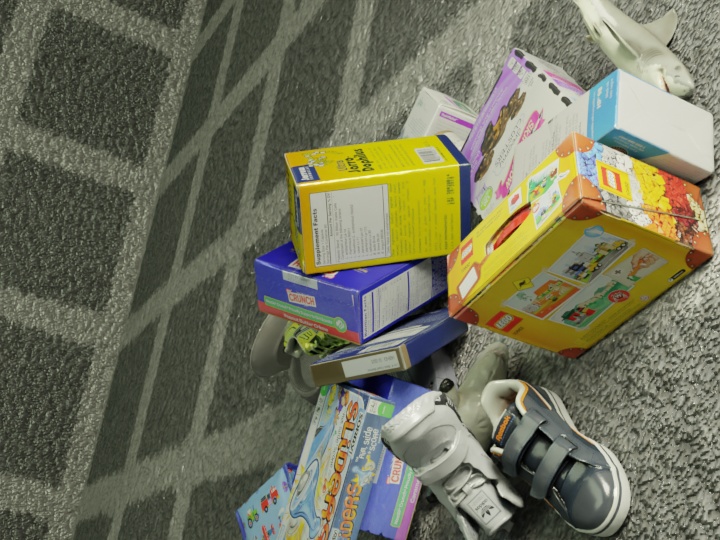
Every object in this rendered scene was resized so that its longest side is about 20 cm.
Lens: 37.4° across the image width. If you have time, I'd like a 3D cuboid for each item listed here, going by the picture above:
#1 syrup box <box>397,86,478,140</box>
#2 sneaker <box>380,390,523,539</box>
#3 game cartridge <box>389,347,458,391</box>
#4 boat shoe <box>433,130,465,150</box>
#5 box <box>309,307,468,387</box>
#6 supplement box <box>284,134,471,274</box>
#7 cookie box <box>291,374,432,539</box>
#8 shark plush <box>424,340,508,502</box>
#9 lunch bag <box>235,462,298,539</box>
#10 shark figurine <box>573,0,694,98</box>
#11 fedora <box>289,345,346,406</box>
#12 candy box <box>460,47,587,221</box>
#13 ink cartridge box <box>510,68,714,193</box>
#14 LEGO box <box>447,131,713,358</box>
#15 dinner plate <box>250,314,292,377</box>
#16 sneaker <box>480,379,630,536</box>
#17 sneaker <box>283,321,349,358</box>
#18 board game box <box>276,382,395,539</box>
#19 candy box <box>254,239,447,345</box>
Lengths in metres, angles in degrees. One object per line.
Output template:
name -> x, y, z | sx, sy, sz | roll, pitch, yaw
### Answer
syrup box -> 0.084, -0.132, 1.415 | 0.201, 0.081, 0.079 | -64, 25, 17
sneaker -> 0.093, 0.189, 1.001 | 0.075, 0.200, 0.115 | -40, 61, 2
game cartridge -> 0.063, 0.148, 1.301 | 0.200, 0.040, 0.134 | -112, 42, -58
boat shoe -> 0.097, -0.073, 1.353 | 0.069, 0.070, 0.202 | 36, 120, 40
box -> 0.043, 0.083, 1.218 | 0.120, 0.200, 0.033 | -15, 96, 32
supplement box -> 0.019, -0.079, 1.222 | 0.110, 0.198, 0.110 | -116, 20, -63
cookie box -> 0.006, 0.204, 1.246 | 0.200, 0.075, 0.173 | 7, 79, 68
shark plush -> 0.122, 0.176, 1.151 | 0.083, 0.090, 0.202 | -71, -11, -62
lunch bag -> -0.087, 0.384, 1.417 | 0.151, 0.093, 0.202 | -47, 41, 40
shark figurine -> 0.268, -0.254, 1.056 | 0.089, 0.215, 0.128 | -33, -10, -4
fedora -> -0.044, 0.128, 1.494 | 0.178, 0.090, 0.200 | -62, 23, 20
candy box -> 0.189, -0.130, 1.174 | 0.169, 0.071, 0.200 | -63, 23, 21
ink cartridge box -> 0.222, -0.097, 1.011 | 0.200, 0.115, 0.067 | -36, 41, 54
LEGO box -> 0.193, -0.014, 0.970 | 0.200, 0.148, 0.078 | -47, 32, 45
dinner plate -> -0.083, 0.081, 1.561 | 0.024, 0.199, 0.201 | 39, 114, 24
sneaker -> 0.169, 0.168, 0.978 | 0.079, 0.079, 0.200 | -64, 24, 14
sneaker -> -0.035, 0.077, 1.372 | 0.199, 0.075, 0.077 | -12, 57, 61
board game box -> -0.029, 0.226, 1.168 | 0.135, 0.034, 0.202 | 9, 82, 67
candy box -> 0.000, 0.000, 1.279 | 0.168, 0.199, 0.078 | 17, 122, 38
